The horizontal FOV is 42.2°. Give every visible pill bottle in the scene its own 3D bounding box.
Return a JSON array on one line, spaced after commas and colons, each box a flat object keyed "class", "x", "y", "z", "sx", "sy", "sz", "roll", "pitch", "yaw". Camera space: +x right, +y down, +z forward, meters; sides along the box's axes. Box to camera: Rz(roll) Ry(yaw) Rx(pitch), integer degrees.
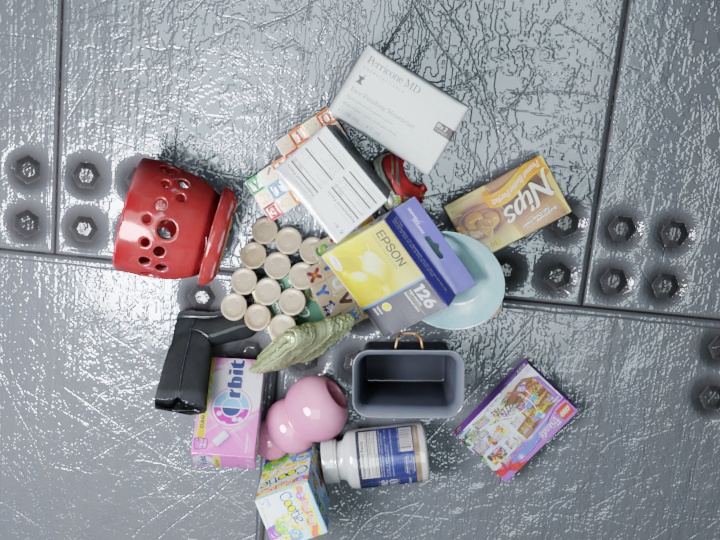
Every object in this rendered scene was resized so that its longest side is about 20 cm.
[{"class": "pill bottle", "x": 0.028, "y": 0.352, "z": 1.760, "sx": 0.198, "sy": 0.111, "sz": 0.112, "roll": -6, "pitch": 102, "yaw": 2}]

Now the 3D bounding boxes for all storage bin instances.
[{"class": "storage bin", "x": 0.084, "y": 0.179, "z": 1.711, "sx": 0.198, "sy": 0.134, "sz": 0.147, "roll": 0, "pitch": 102, "yaw": -1}]

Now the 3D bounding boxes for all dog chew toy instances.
[{"class": "dog chew toy", "x": -0.121, "y": 0.284, "z": 1.745, "sx": 0.200, "sy": 0.125, "sz": 0.125, "roll": -36, "pitch": 100, "yaw": 15}]

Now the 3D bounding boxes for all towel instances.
[{"class": "towel", "x": -0.104, "y": 0.135, "z": 1.664, "sx": 0.148, "sy": 0.200, "sz": 0.037, "roll": -14, "pitch": 72, "yaw": -35}]

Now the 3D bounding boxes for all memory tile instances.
[{"class": "memory tile", "x": -0.158, "y": 0.015, "z": 1.691, "sx": 0.152, "sy": 0.017, "sz": 0.201, "roll": 21, "pitch": 85, "yaw": 11}]

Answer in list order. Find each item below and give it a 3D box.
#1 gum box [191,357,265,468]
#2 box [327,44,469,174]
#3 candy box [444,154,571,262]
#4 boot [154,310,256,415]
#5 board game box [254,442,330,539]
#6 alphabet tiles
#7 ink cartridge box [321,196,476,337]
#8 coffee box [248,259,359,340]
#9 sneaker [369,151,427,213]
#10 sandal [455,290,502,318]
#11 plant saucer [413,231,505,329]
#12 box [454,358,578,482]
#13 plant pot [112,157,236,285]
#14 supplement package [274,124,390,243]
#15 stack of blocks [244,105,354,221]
[{"class": "gum box", "x": -0.239, "y": 0.255, "z": 1.712, "sx": 0.113, "sy": 0.066, "sz": 0.201, "roll": 4, "pitch": 61, "yaw": -2}, {"class": "box", "x": 0.061, "y": -0.277, "z": 1.580, "sx": 0.198, "sy": 0.200, "sz": 0.131, "roll": 30, "pitch": 101, "yaw": -6}, {"class": "candy box", "x": 0.264, "y": -0.109, "z": 1.679, "sx": 0.199, "sy": 0.055, "sz": 0.116, "roll": -28, "pitch": 87, "yaw": 5}, {"class": "boot", "x": -0.273, "y": 0.164, "z": 1.675, "sx": 0.163, "sy": 0.201, "sz": 0.066, "roll": -1, "pitch": 134, "yaw": 7}, {"class": "board game box", "x": -0.121, "y": 0.410, "z": 1.726, "sx": 0.102, "sy": 0.200, "sz": 0.106, "roll": -20, "pitch": 101, "yaw": 4}, {"class": "alphabet tiles", "x": 0.000, "y": 0.000, "z": 1.698, "sx": 0.199, "sy": 0.006, "sz": 0.167, "roll": -28, "pitch": 101, "yaw": -19}, {"class": "ink cartridge box", "x": 0.067, "y": 0.000, "z": 1.632, "sx": 0.199, "sy": 0.047, "sz": 0.198, "roll": -28, "pitch": 107, "yaw": 31}, {"class": "coffee box", "x": -0.095, "y": 0.040, "z": 1.726, "sx": 0.199, "sy": 0.044, "sz": 0.124, "roll": -20, "pitch": 100, "yaw": 4}, {"class": "sneaker", "x": 0.087, "y": -0.120, "z": 1.678, "sx": 0.084, "sy": 0.077, "sz": 0.201, "roll": -24, "pitch": 99, "yaw": -7}, {"class": "sandal", "x": 0.180, "y": 0.016, "z": 1.714, "sx": 0.079, "sy": 0.059, "sz": 0.207, "roll": -41, "pitch": 99, "yaw": 8}, {"class": "plant saucer", "x": 0.160, "y": 0.012, "z": 1.659, "sx": 0.199, "sy": 0.039, "sz": 0.202, "roll": 7, "pitch": 122, "yaw": 12}, {"class": "box", "x": 0.296, "y": 0.287, "z": 1.782, "sx": 0.137, "sy": 0.039, "sz": 0.200, "roll": 42, "pitch": 99, "yaw": -8}, {"class": "plant pot", "x": -0.320, "y": -0.076, "z": 1.625, "sx": 0.181, "sy": 0.200, "sz": 0.202, "roll": 17, "pitch": 102, "yaw": -6}, {"class": "supplement package", "x": -0.041, "y": -0.148, "z": 1.543, "sx": 0.111, "sy": 0.200, "sz": 0.156, "roll": -40, "pitch": 95, "yaw": 8}, {"class": "stack of blocks", "x": -0.108, "y": -0.192, "z": 1.670, "sx": 0.199, "sy": 0.059, "sz": 0.116, "roll": -33, "pitch": 100, "yaw": 7}]
